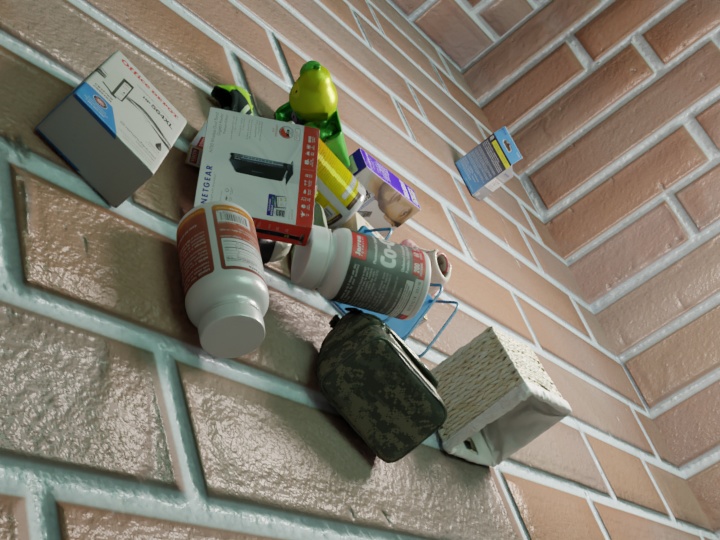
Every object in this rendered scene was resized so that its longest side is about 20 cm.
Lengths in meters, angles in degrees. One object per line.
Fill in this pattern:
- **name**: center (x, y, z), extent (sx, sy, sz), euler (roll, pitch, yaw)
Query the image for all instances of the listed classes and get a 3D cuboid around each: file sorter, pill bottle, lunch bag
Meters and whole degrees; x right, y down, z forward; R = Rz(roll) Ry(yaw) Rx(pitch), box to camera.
- **file sorter**: center (0.053, 0.040, 1.636), extent (0.200, 0.139, 0.122), euler (46, -19, -21)
- **pill bottle**: center (-0.089, -0.181, 1.774), extent (0.200, 0.109, 0.110), euler (46, 22, -21)
- **lunch bag**: center (0.026, 0.166, 1.462), extent (0.200, 0.139, 0.168), euler (49, 5, -16)
- **pill bottle**: center (0.000, 0.000, 1.478), extent (0.198, 0.115, 0.114), euler (16, 35, -18)
- **pill bottle**: center (-0.183, 0.013, 1.263), extent (0.112, 0.112, 0.201), euler (34, 29, -42)

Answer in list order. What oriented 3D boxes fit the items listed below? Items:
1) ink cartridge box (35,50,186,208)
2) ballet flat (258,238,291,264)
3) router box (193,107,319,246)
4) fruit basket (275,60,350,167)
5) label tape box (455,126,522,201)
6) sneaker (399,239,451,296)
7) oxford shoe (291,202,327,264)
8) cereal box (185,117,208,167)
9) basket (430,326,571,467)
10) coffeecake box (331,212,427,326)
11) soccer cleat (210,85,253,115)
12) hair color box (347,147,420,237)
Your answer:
- **ink cartridge box**: center (-0.335, -0.199, 1.300), extent (0.146, 0.084, 0.201), euler (46, 23, -20)
- **ballet flat**: center (-0.141, -0.059, 1.513), extent (0.073, 0.073, 0.201), euler (45, 20, -21)
- **router box**: center (-0.158, -0.144, 1.448), extent (0.177, 0.049, 0.202), euler (9, 55, -11)
- **fruit basket**: center (-0.102, -0.308, 1.876), extent (0.217, 0.154, 0.216), euler (61, 12, -22)
- **label tape box**: center (0.416, -0.338, 3.000), extent (0.066, 0.199, 0.144), euler (28, 32, -52)
- **sneaker**: center (0.143, -0.018, 2.039), extent (0.075, 0.104, 0.201), euler (39, 24, -28)
- **oxford shoe**: center (-0.082, -0.040, 1.641), extent (0.201, 0.074, 0.058), euler (-97, -179, -49)
- **cereal box**: center (-0.176, -0.184, 1.559), extent (0.198, 0.040, 0.144), euler (19, 27, -4)
- **basket**: center (0.244, 0.231, 1.733), extent (0.198, 0.199, 0.162), euler (27, 31, -51)
- **coffeecake box**: center (0.033, 0.009, 1.795), extent (0.200, 0.073, 0.154), euler (42, 23, -29)
- **soccer cleat**: center (-0.211, -0.252, 1.702), extent (0.081, 0.068, 0.201), euler (0, 53, -46)
- **hair color box**: center (0.025, -0.160, 1.994), extent (0.199, 0.109, 0.065), euler (32, 30, -45)
